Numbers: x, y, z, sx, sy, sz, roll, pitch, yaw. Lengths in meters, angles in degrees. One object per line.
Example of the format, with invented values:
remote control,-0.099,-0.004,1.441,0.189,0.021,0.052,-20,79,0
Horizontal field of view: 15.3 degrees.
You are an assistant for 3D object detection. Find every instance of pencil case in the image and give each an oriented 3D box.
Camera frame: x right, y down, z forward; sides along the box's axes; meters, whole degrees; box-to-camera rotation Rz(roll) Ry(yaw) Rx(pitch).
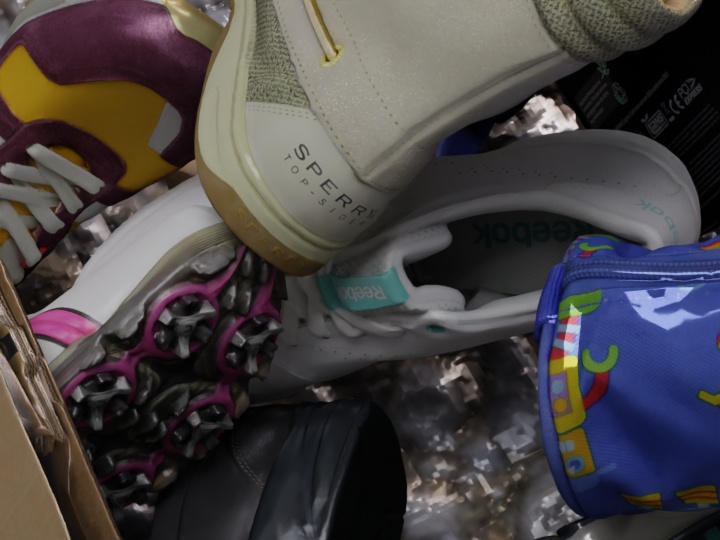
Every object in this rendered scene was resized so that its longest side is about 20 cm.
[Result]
pencil case,0.142,0.015,0.695,0.200,0.087,0.078,-10,37,22

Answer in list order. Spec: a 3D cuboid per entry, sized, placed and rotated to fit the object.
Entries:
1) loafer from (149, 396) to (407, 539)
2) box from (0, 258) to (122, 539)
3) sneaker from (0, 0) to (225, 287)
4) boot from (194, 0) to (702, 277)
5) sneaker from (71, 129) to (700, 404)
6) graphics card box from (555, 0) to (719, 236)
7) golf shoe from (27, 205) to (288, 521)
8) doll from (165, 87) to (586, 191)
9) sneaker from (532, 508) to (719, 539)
loafer,-0.046,0.124,0.780,0.072,0.073,0.200,2,47,22
box,-0.146,0.090,0.759,0.200,0.021,0.164,-52,45,25
sneaker,-0.112,-0.021,0.842,0.200,0.075,0.090,-23,42,44
boot,0.030,-0.106,0.767,0.155,0.072,0.200,-32,36,31
sneaker,0.000,0.000,0.800,0.200,0.088,0.075,-14,99,11
graphics card box,0.080,-0.115,0.833,0.051,0.125,0.200,-27,80,-21
golf shoe,-0.106,0.042,0.793,0.200,0.073,0.092,-44,55,20
doll,0.031,-0.074,0.904,0.136,0.048,0.200,35,70,17
sneaker,0.087,0.103,0.776,0.200,0.078,0.080,-24,83,-9
